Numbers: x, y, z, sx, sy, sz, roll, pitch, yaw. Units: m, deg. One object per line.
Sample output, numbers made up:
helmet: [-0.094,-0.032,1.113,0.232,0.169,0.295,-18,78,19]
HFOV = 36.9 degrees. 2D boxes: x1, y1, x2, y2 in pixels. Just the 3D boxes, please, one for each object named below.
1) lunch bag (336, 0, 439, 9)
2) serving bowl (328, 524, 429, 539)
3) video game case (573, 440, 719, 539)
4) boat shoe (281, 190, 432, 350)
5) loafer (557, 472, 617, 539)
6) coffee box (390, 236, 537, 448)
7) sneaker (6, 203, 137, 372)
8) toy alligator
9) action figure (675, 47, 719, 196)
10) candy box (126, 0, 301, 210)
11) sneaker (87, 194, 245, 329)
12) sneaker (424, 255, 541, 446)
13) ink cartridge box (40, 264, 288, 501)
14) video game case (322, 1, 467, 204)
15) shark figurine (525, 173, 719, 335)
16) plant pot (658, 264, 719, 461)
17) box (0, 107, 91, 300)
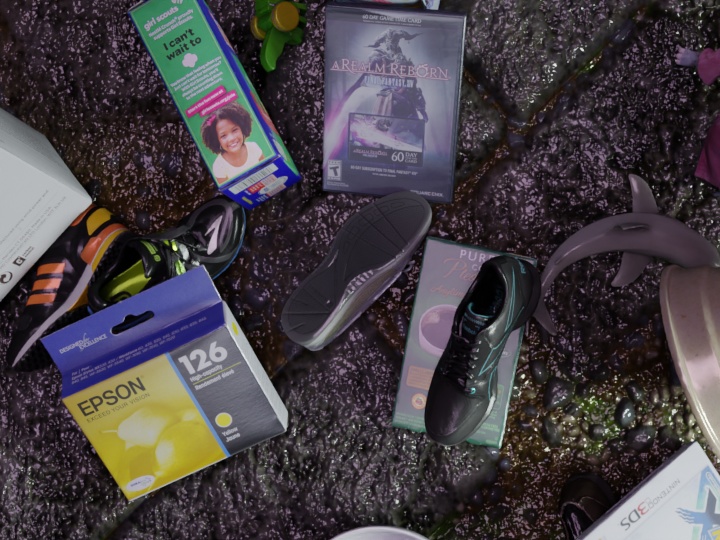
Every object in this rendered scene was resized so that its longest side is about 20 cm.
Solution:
lunch bag: [0.027,-0.350,1.067,0.125,0.200,0.172,9,91,7]
serving bowl: [0.024,0.361,1.126,0.197,0.066,0.204,0,90,8]
video game case: [0.326,0.301,1.061,0.181,0.022,0.201,-31,86,-27]
boat shoe: [0.001,0.002,1.142,0.074,0.065,0.202,40,89,25]
loafer: [0.244,0.309,1.085,0.073,0.071,0.202,-30,79,34]
coffee box: [0.108,0.074,1.129,0.121,0.044,0.203,10,91,8]
sneaker: [-0.330,0.016,1.185,0.090,0.070,0.201,40,95,22]
toy alligator: [-0.084,-0.314,1.158,0.054,0.059,0.203,-1,87,-34]
action figure: [0.378,-0.168,1.051,0.132,0.149,0.203,1,103,14]
candy box: [-0.145,-0.174,1.103,0.076,0.169,0.202,-29,86,2]
sneaker: [-0.203,-0.010,1.143,0.199,0.083,0.071,-36,76,-9]
sneaker: [0.106,0.075,1.060,0.075,0.079,0.202,23,91,31]
ink cartridge box: [-0.204,0.122,1.129,0.195,0.047,0.202,-24,117,8]
video game case: [0.032,-0.169,1.108,0.141,0.019,0.203,6,120,8]
shark figurine: [0.249,-0.022,1.091,0.212,0.089,0.130,-21,85,5]
plant pot: [0.398,0.060,0.984,0.182,0.200,0.203,-23,86,28]
box: [-0.426,-0.074,1.110,0.199,0.200,0.131,-46,58,6]
